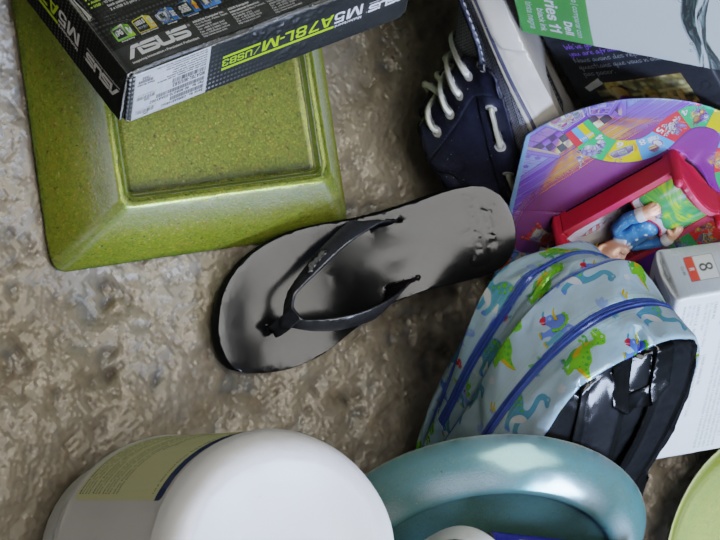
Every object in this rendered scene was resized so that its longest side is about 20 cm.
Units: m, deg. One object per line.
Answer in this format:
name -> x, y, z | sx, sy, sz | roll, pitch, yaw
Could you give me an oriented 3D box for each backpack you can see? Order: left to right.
backpack -> 0.120, 0.080, 1.701 | 0.163, 0.200, 0.154 | -14, 69, -27

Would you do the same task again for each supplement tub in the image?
supplement tub -> -0.086, 0.162, 1.578 | 0.145, 0.200, 0.145 | 2, 85, -28

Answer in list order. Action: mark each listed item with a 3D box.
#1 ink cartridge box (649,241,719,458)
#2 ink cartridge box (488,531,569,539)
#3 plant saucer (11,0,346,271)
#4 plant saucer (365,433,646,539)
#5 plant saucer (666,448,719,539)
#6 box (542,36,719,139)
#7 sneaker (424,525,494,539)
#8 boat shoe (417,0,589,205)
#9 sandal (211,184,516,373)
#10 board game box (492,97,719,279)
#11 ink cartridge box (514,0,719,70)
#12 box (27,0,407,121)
ink cartridge box -> 0.271, 0.039, 1.785 | 0.199, 0.162, 0.050 | -11, 50, -15
ink cartridge box -> 0.106, 0.207, 1.675 | 0.099, 0.200, 0.039 | 8, 48, -16
plant saucer -> -0.098, -0.112, 1.680 | 0.200, 0.048, 0.200 | -9, 90, -29
plant saucer -> 0.072, 0.169, 1.676 | 0.200, 0.200, 0.027 | 17, 43, -26
plant saucer -> 0.276, 0.198, 1.863 | 0.200, 0.031, 0.201 | 1, 89, -28
box -> 0.207, -0.133, 1.761 | 0.200, 0.106, 0.122 | 55, 46, -43
sneaker -> 0.000, 0.225, 1.618 | 0.071, 0.200, 0.099 | 45, 41, -2
boat shoe -> 0.068, -0.114, 1.711 | 0.075, 0.093, 0.200 | -87, 156, -51
sandal -> 0.000, -0.001, 1.704 | 0.200, 0.043, 0.076 | -26, 99, -10
board game box -> 0.169, -0.020, 1.738 | 0.158, 0.200, 0.039 | 2, 47, -8
ink cartridge box -> 0.202, -0.195, 1.618 | 0.083, 0.200, 0.147 | 74, 35, -53
box -> -0.102, -0.193, 1.628 | 0.200, 0.048, 0.193 | -24, 57, -28
